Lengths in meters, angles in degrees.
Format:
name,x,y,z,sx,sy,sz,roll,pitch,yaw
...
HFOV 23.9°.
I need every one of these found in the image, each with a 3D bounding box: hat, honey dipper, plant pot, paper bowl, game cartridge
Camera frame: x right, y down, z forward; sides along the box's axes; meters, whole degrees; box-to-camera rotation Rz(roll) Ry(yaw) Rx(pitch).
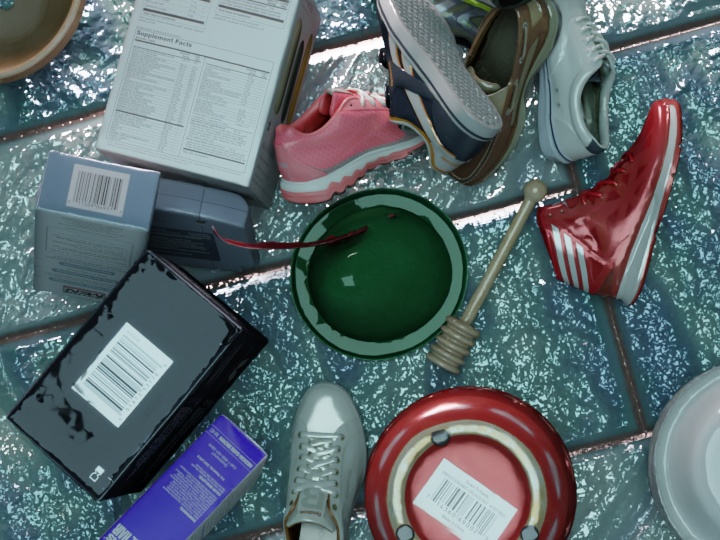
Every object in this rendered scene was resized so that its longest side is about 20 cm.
name,x,y,z,sx,sy,sz,roll,pitch,yaw
hat,0.000,0.000,1.567,0.200,0.176,0.166,-26,83,2
honey dipper,0.125,0.004,1.616,0.038,0.038,0.200,30,94,7
plant pot,0.100,0.201,1.540,0.200,0.183,0.201,0,82,3
paper bowl,0.368,0.180,1.558,0.200,0.104,0.201,0,83,4
plant pot,-0.359,-0.276,1.668,0.201,0.093,0.201,0,85,5
game cartridge,-0.199,-0.047,1.611,0.200,0.133,0.042,7,63,5

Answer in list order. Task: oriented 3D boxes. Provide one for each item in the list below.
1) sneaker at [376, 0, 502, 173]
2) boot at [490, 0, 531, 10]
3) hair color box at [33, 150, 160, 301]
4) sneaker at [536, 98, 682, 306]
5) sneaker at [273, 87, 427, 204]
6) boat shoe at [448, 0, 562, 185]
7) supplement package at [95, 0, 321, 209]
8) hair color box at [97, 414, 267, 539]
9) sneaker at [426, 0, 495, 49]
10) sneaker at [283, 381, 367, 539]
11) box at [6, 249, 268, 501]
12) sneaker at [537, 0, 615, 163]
name,x,y,z,sx,sy,sz,roll,pitch,yaw
sneaker,0.053,-0.178,1.566,0.079,0.078,0.200,-49,51,32
boot,0.152,-0.300,1.588,0.131,0.068,0.200,31,49,31
hair color box,-0.241,-0.033,1.537,0.099,0.200,0.061,11,67,-7
sneaker,0.232,-0.076,1.608,0.115,0.078,0.200,14,84,5
sneaker,0.003,-0.140,1.598,0.200,0.074,0.087,-33,122,-23
boat shoe,0.119,-0.173,1.600,0.076,0.072,0.200,31,114,29
supplement package,-0.139,-0.180,1.610,0.151,0.152,0.200,14,85,6
hair color box,-0.178,0.233,1.565,0.065,0.109,0.200,40,69,6
sneaker,0.051,-0.260,1.645,0.200,0.074,0.081,21,89,8
sneaker,-0.034,0.203,1.598,0.073,0.085,0.200,0,83,6
box,-0.199,0.098,1.562,0.117,0.200,0.197,40,88,7
sneaker,0.209,-0.203,1.617,0.071,0.073,0.200,-3,93,42
